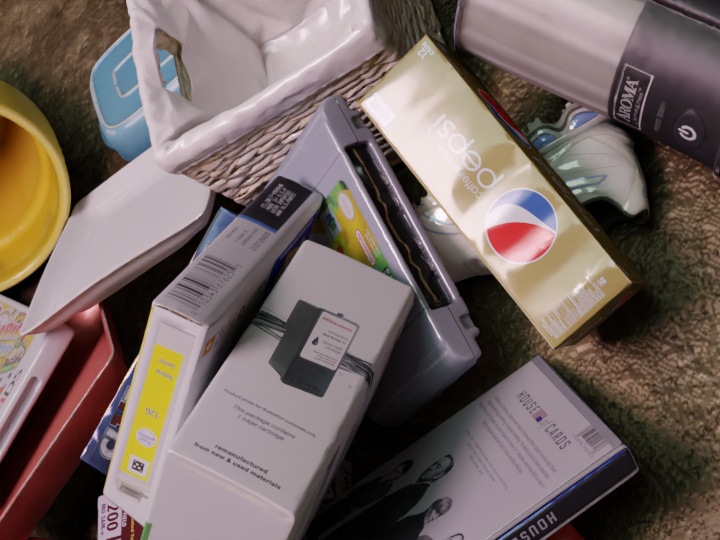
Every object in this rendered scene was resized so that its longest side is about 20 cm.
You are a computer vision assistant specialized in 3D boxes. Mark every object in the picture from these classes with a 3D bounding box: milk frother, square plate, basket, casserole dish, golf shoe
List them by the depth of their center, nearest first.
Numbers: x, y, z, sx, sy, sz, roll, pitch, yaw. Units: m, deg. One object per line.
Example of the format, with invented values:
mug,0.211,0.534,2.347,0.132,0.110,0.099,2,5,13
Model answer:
milk frother,0.190,-0.194,0.848,0.187,0.182,0.200,28,44,17
golf shoe,0.100,-0.023,0.908,0.199,0.078,0.098,-36,60,22
basket,-0.047,-0.173,1.018,0.199,0.160,0.200,-29,58,24
square plate,-0.178,-0.045,1.108,0.197,0.028,0.201,-31,27,22
casserole dish,-0.170,-0.185,1.201,0.199,0.039,0.122,-37,54,19

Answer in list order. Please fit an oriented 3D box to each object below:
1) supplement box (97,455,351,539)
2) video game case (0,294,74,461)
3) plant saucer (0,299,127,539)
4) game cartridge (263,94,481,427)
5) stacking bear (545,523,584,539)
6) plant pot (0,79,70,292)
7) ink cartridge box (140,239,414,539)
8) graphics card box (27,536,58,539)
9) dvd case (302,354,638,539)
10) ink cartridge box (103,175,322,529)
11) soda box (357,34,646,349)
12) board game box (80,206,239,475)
supplement box,-0.099,0.199,0.972,0.198,0.061,0.110,-19,61,29
video game case,-0.329,0.111,1.156,0.199,0.023,0.184,12,71,57
plant saucer,-0.249,0.119,1.092,0.201,0.036,0.200,-55,23,6
game cartridge,0.000,0.000,0.927,0.202,0.040,0.134,62,148,16
stacking bear,0.060,0.225,0.816,0.200,0.114,0.122,-45,53,7
plant pot,-0.372,-0.105,1.231,0.201,0.200,0.190,-46,36,12
ink cartridge box,-0.051,0.101,0.829,0.082,0.148,0.201,26,43,5
graphics card box,-0.216,0.278,0.960,0.200,0.050,0.127,-162,83,-73
dvd case,0.056,0.139,0.822,0.199,0.025,0.150,-35,20,0
ink cartridge box,-0.099,0.064,0.878,0.047,0.198,0.202,25,120,5
soda box,0.088,-0.048,0.850,0.064,0.068,0.201,-41,77,15
board game box,-0.125,0.054,1.007,0.034,0.135,0.202,30,90,7
